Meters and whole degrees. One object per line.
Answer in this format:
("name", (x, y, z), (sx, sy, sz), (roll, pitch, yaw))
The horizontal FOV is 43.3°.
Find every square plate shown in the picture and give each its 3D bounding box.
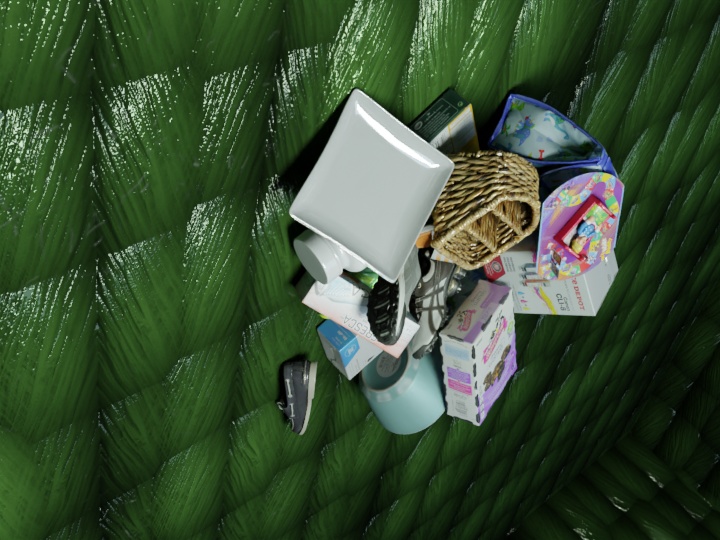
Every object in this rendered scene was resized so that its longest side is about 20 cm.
("square plate", (0.017, -0.117, 1.278), (0.197, 0.028, 0.202), (32, 80, -26))

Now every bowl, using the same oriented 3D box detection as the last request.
("bowl", (0.074, 0.198, 1.726), (0.201, 0.201, 0.105), (-50, 131, 3))

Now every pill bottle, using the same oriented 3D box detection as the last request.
("pill bottle", (0.001, -0.069, 1.355), (0.199, 0.111, 0.112), (-37, 149, -19))

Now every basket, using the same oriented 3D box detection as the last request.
("basket", (0.206, -0.088, 1.415), (0.200, 0.141, 0.151), (28, 63, -63))

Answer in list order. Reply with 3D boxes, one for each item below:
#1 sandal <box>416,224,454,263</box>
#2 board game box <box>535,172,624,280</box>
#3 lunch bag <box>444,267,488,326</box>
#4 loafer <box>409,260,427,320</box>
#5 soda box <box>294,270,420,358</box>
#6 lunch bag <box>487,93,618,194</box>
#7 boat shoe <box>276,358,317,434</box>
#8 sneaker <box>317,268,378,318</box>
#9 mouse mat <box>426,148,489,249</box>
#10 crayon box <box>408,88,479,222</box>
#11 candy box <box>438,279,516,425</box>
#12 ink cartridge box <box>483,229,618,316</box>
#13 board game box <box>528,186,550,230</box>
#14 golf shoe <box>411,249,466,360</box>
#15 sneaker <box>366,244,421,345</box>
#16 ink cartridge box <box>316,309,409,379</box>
("sandal", (0.181, -0.046, 1.574), (0.203, 0.060, 0.079), (-4, 161, 6))
("board game box", (0.366, -0.060, 1.474), (0.156, 0.039, 0.202), (-14, 127, -18))
("lunch bag", (0.239, 0.039, 1.794), (0.201, 0.127, 0.169), (-57, 150, 9))
("loafer", (0.141, 0.035, 1.706), (0.073, 0.071, 0.201), (2, 126, -49))
("soda box", (-0.004, 0.059, 1.444), (0.199, 0.064, 0.069), (31, 99, -25))
("lunch bag", (0.339, -0.194, 1.547), (0.170, 0.198, 0.129), (27, 87, -61))
("boat shoe", (-0.117, 0.224, 1.624), (0.062, 0.073, 0.201), (8, 139, -5))
("sneaker", (0.000, 0.000, 1.500), (0.199, 0.074, 0.084), (-40, 121, -5))
("mouse mat", (0.187, -0.119, 1.659), (0.200, 0.008, 0.161), (-49, 151, -1))
("crayon box", (0.130, -0.180, 1.462), (0.126, 0.052, 0.201), (-43, 150, -10))
("candy box", (0.218, 0.149, 1.655), (0.168, 0.071, 0.202), (-47, 140, -39))
("ink cartridge box", (0.348, -0.018, 1.665), (0.145, 0.198, 0.147), (-51, 129, -41))
("board game box", (0.245, -0.096, 1.589), (0.135, 0.198, 0.035), (24, 62, -58))
("golf shoe", (0.116, 0.059, 1.620), (0.078, 0.094, 0.202), (131, -18, -73))
("sneaker", (0.061, 0.026, 1.405), (0.079, 0.202, 0.074), (30, 141, -32))
("ink cartridge box", (0.024, 0.086, 1.619), (0.199, 0.067, 0.116), (-40, 150, -15))
